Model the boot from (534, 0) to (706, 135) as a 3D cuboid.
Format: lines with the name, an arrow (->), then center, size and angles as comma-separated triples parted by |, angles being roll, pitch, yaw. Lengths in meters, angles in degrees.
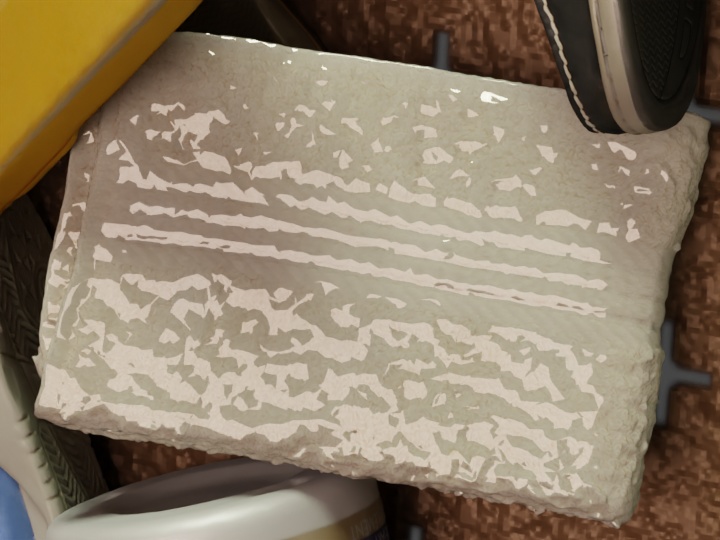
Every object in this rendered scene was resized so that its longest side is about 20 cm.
boot -> 0.016, -0.125, 0.879 | 0.150, 0.073, 0.201 | -15, 89, 27

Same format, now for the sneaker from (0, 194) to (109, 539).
sneaker -> -0.149, 0.062, 0.997 | 0.111, 0.077, 0.201 | -13, 100, 19

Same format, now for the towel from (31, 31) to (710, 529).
towel -> 0.000, 0.000, 0.894 | 0.199, 0.034, 0.133 | 10, 87, 10

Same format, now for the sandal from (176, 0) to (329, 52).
sandal -> -0.079, -0.094, 0.944 | 0.200, 0.054, 0.080 | 49, 117, 10

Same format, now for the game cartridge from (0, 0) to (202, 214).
game cartridge -> -0.123, -0.123, 0.894 | 0.200, 0.032, 0.177 | -41, 70, 44

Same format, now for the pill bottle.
pill bottle -> -0.030, 0.167, 0.938 | 0.111, 0.111, 0.201 | -9, 96, 28
